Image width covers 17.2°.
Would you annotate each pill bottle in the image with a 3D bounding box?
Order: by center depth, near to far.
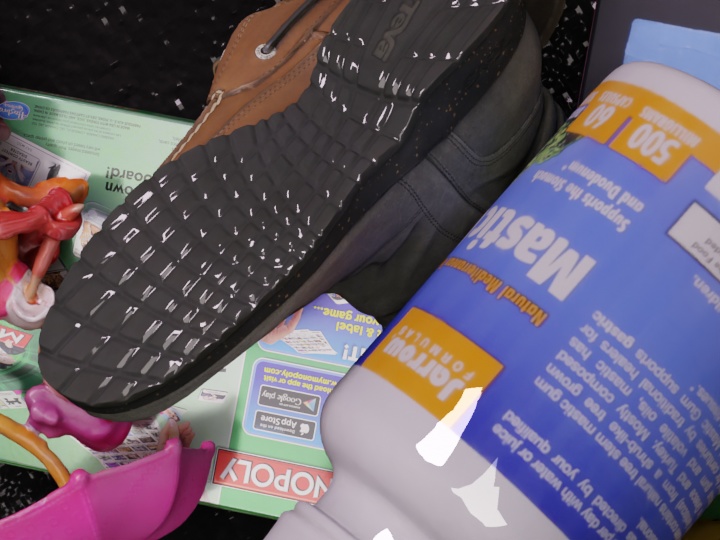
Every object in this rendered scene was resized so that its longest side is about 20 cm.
[{"bbox_3d":[0.058,0.043,0.730,0.112,0.112,0.200,42,81,1],"label":"pill bottle"}]

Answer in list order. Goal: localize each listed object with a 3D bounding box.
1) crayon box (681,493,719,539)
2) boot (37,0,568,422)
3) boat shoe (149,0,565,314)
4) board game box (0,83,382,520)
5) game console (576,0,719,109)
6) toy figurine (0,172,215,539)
[{"bbox_3d":[0.147,0.144,0.733,0.051,0.125,0.202,-16,91,-38],"label":"crayon box"},{"bbox_3d":[0.000,0.000,0.759,0.200,0.131,0.068,-44,51,-12],"label":"boot"},{"bbox_3d":[-0.018,-0.051,0.809,0.200,0.072,0.068,-41,50,-21],"label":"boat shoe"},{"bbox_3d":[-0.056,0.015,0.857,0.198,0.029,0.136,11,95,4],"label":"board game box"},{"bbox_3d":[0.149,-0.014,0.797,0.176,0.031,0.202,15,101,32],"label":"game console"},{"bbox_3d":[-0.129,0.022,0.807,0.183,0.150,0.201,32,71,-11],"label":"toy figurine"}]
